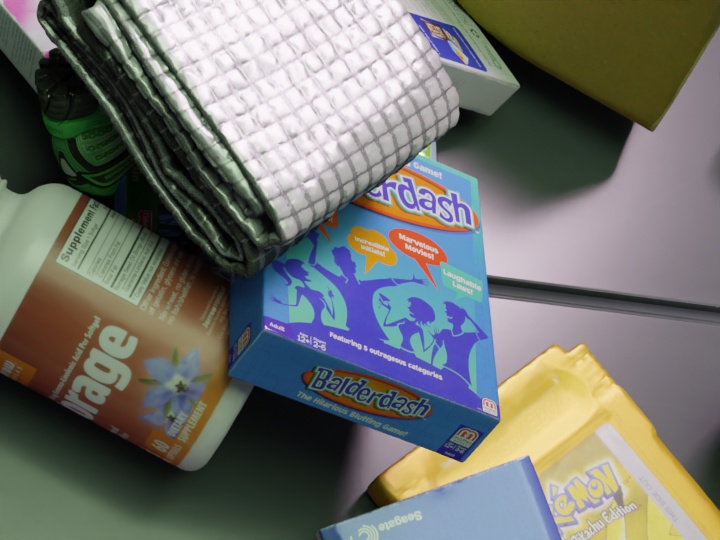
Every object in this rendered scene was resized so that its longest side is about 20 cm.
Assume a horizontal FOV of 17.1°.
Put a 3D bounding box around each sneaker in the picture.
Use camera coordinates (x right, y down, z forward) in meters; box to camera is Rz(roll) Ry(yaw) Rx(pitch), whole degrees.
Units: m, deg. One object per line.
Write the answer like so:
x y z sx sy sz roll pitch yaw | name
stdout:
-0.109 -0.111 1.394 0.078 0.085 0.200 26 43 35 | sneaker

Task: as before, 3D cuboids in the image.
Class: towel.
-0.063 -0.115 1.303 0.166 0.086 0.200 -36 88 -36 | towel

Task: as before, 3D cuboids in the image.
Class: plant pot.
0.149 -0.249 1.535 0.200 0.196 0.194 22 50 -4 | plant pot

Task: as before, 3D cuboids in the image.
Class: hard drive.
0.071 0.221 1.371 0.132 0.025 0.200 -19 78 -10 | hard drive

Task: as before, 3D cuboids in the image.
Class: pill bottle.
-0.154 0.022 1.353 0.200 0.112 0.112 28 60 -6 | pill bottle

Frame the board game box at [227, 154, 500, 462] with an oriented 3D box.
0.000 0.000 1.364 0.152 0.045 0.200 21 39 -22 | board game box

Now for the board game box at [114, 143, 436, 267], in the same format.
-0.051 -0.063 1.472 0.200 0.037 0.151 7 63 -18 | board game box

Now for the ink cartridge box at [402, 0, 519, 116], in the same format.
0.014 -0.153 1.469 0.200 0.037 0.095 13 38 -56 | ink cartridge box

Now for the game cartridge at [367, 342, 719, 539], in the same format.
0.129 0.159 1.443 0.176 0.032 0.200 -35 83 -30 | game cartridge

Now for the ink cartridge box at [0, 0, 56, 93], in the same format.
-0.140 -0.183 1.463 0.196 0.043 0.200 -27 63 -32 | ink cartridge box
